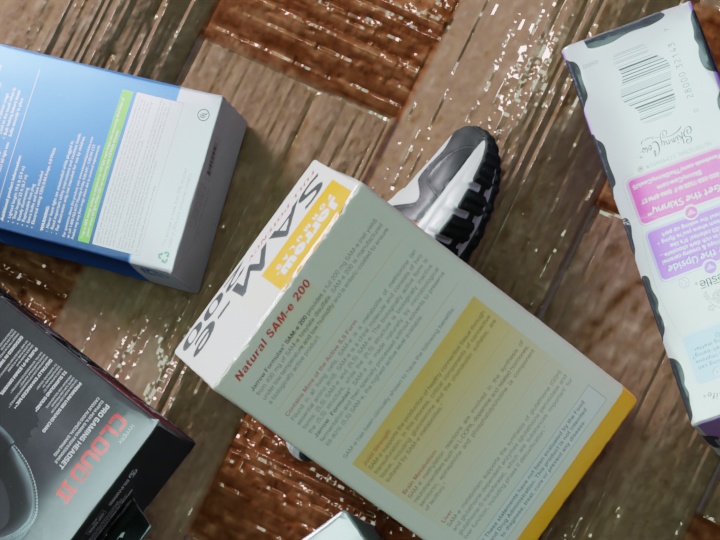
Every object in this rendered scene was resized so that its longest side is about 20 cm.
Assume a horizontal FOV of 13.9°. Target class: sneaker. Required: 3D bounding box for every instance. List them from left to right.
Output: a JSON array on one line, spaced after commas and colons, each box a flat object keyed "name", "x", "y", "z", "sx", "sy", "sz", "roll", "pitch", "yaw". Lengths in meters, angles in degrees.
[{"name": "sneaker", "x": 0.000, "y": 0.000, "z": 1.575, "sx": 0.080, "sy": 0.074, "sz": 0.200, "roll": 36, "pitch": 87, "yaw": 20}]

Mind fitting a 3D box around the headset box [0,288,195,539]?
[{"name": "headset box", "x": -0.200, "y": 0.100, "z": 1.598, "sx": 0.200, "sy": 0.077, "sz": 0.149, "roll": 37, "pitch": 88, "yaw": 18}]

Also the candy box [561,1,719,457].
[{"name": "candy box", "x": 0.176, "y": -0.013, "z": 1.488, "sx": 0.071, "sy": 0.168, "sz": 0.201, "roll": -20, "pitch": 75, "yaw": 8}]

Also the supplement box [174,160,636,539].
[{"name": "supplement box", "x": 0.024, "y": 0.054, "z": 1.504, "sx": 0.200, "sy": 0.073, "sz": 0.126, "roll": 38, "pitch": 88, "yaw": -23}]

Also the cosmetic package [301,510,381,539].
[{"name": "cosmetic package", "x": 0.011, "y": 0.235, "z": 1.525, "sx": 0.101, "sy": 0.074, "sz": 0.200, "roll": -36, "pitch": 75, "yaw": 3}]

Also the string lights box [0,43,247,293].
[{"name": "string lights box", "x": -0.174, "y": -0.064, "z": 1.634, "sx": 0.199, "sy": 0.059, "sz": 0.103, "roll": 14, "pitch": 82, "yaw": 15}]
